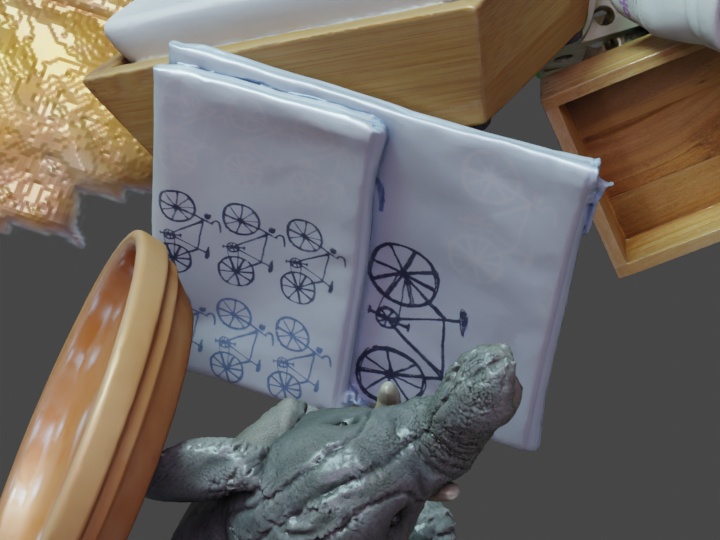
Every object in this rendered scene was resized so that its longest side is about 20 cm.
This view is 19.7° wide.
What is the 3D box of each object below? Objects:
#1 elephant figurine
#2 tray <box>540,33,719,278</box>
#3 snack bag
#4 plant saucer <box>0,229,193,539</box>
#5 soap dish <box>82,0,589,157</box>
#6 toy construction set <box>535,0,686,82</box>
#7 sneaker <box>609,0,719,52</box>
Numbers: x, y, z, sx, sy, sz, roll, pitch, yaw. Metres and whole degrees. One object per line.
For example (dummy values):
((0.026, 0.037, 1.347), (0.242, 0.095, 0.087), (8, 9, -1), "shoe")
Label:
((-0.023, 0.103, 0.877), (0.141, 0.200, 0.156), (19, 76, 5), "elephant figurine")
((0.194, -0.079, 0.957), (0.199, 0.037, 0.099), (-21, 111, 15), "tray")
((0.000, 0.000, 0.921), (0.199, 0.189, 0.021), (17, 44, 9), "snack bag")
((-0.119, 0.081, 0.894), (0.037, 0.200, 0.201), (23, 75, -13), "plant saucer")
((-0.002, -0.111, 0.938), (0.199, 0.157, 0.082), (-7, 112, 30), "soap dish")
((0.151, -0.154, 1.012), (0.199, 0.092, 0.132), (-21, 74, 6), "toy construction set")
((0.168, -0.195, 0.920), (0.099, 0.075, 0.201), (16, 81, 49), "sneaker")
